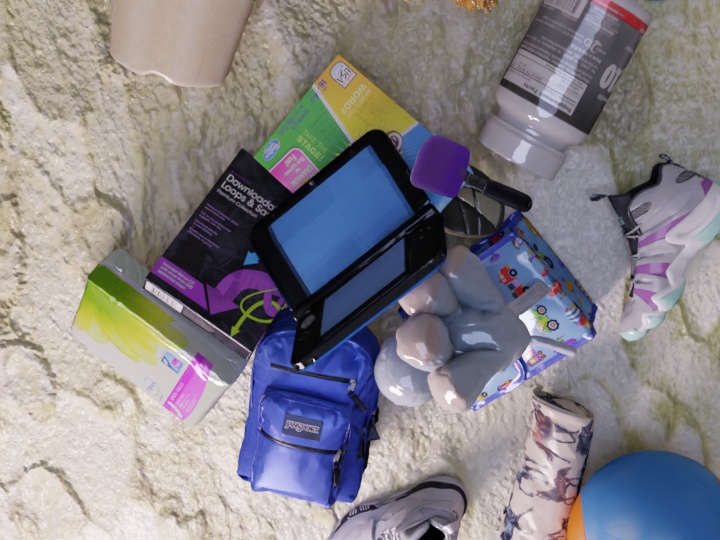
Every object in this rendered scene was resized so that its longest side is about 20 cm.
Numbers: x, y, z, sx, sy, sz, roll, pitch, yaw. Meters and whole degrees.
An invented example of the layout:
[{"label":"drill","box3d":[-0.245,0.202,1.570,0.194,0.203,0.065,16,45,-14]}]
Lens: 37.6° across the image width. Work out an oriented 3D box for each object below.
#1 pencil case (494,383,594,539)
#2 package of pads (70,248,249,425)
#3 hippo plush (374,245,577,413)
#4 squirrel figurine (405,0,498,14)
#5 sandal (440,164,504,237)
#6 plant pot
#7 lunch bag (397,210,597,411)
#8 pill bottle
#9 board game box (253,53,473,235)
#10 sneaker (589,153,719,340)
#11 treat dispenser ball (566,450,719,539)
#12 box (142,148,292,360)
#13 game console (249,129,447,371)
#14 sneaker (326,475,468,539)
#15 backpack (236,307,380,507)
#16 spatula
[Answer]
[{"label":"pencil case","box3d":[0.216,0.240,1.245,0.088,0.077,0.203,17,103,26]},{"label":"package of pads","box3d":[-0.235,0.081,1.227,0.199,0.068,0.155,39,145,-3]},{"label":"hippo plush","box3d":[0.090,0.067,1.143,0.198,0.160,0.161,-22,87,-33]},{"label":"squirrel figurine","box3d":[0.086,-0.355,1.082,0.198,0.188,0.141,28,133,-21]},{"label":"sandal","box3d":[0.069,-0.087,1.209,0.198,0.057,0.081,12,86,12]},{"label":"plant pot","box3d":[-0.189,-0.306,1.135,0.198,0.201,0.186,19,114,1]},{"label":"lunch bag","box3d":[0.150,0.056,1.223,0.199,0.094,0.151,-38,97,23]},{"label":"pill bottle","box3d":[0.216,-0.207,1.141,0.113,0.114,0.202,28,103,-1]},{"label":"board game box","box3d":[0.003,-0.117,1.175,0.200,0.040,0.153,41,93,13]},{"label":"sneaker","box3d":[0.310,-0.035,1.190,0.139,0.078,0.202,31,93,0]},{"label":"treat dispenser ball","box3d":[0.331,0.304,1.183,0.197,0.201,0.204,1,101,5]},{"label":"box","box3d":[-0.131,-0.022,1.193,0.142,0.036,0.201,33,63,-3]},{"label":"game console","box3d":[-0.022,-0.024,1.094,0.199,0.171,0.119,-38,107,16]},{"label":"sneaker","box3d":[0.037,0.319,1.258,0.198,0.115,0.076,-28,97,10]},{"label":"backpack","box3d":[-0.051,0.153,1.209,0.160,0.168,0.203,10,104,-3]},{"label":"spatula","box3d":[0.127,-0.094,1.133,0.020,0.199,0.057,21,94,42]}]
